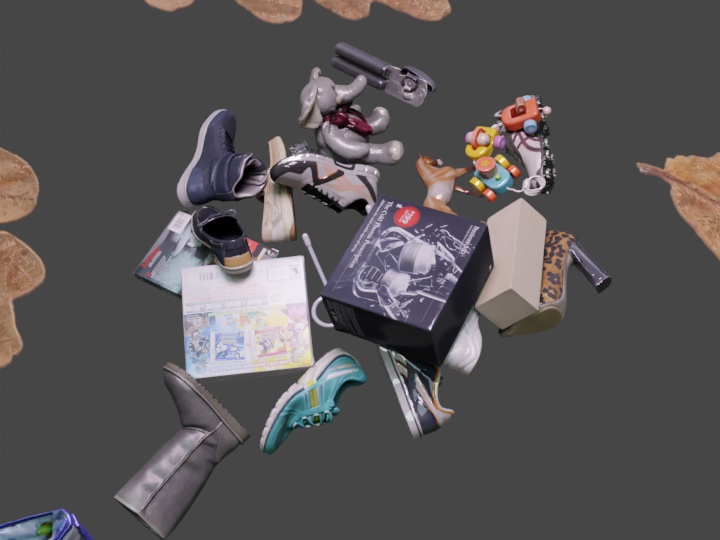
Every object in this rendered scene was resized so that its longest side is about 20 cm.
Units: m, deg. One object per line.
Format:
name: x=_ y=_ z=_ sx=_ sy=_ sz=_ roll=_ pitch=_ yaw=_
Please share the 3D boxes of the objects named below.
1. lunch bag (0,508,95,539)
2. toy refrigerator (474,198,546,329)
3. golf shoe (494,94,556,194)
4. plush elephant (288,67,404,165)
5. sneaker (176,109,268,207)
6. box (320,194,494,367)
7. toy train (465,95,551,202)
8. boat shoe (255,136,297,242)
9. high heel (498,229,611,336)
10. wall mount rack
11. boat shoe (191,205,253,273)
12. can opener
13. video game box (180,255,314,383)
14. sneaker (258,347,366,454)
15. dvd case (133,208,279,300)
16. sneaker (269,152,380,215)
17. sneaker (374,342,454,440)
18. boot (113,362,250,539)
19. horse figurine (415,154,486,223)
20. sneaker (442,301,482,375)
lunch bag: x=-0.453 y=0.411 z=1.349 sx=0.200 sy=0.170 sz=0.128 roll=-33 pitch=63 yaw=-16
toy refrigerator: x=0.237 y=-0.011 z=1.555 sx=0.070 sy=0.076 sz=0.200 roll=37 pitch=42 yaw=-23
golf shoe: x=0.283 y=-0.205 z=1.711 sx=0.088 sy=0.077 sz=0.201 roll=-13 pitch=53 yaw=15
plush elephant: x=-0.038 y=-0.266 z=1.694 sx=0.199 sy=0.155 sz=0.165 roll=-9 pitch=36 yaw=4
sneaker: x=-0.213 y=-0.196 z=1.701 sx=0.146 sy=0.077 sz=0.203 roll=-5 pitch=54 yaw=30
box: x=0.073 y=0.011 z=1.478 sx=0.182 sy=0.104 sz=0.200 roll=17 pitch=61 yaw=24
toy train: x=0.240 y=-0.209 z=1.653 sx=0.150 sy=0.056 sz=0.201 roll=-13 pitch=53 yaw=22
boat shoe: x=-0.148 y=-0.138 z=1.698 sx=0.065 sy=0.072 sz=0.201 roll=-8 pitch=65 yaw=0
high heel: x=0.276 y=0.019 z=1.586 sx=0.200 sy=0.072 sz=0.143 roll=-29 pitch=50 yaw=-9
wall mount rack: x=0.000 y=0.000 z=1.604 sx=0.199 sy=0.075 sz=0.174 roll=-24 pitch=59 yaw=-11
boat shoe: x=-0.224 y=-0.065 z=1.613 sx=0.074 sy=0.062 sz=0.200 roll=-17 pitch=33 yaw=-17
can opener: x=0.044 y=-0.360 z=1.830 sx=0.200 sy=0.053 sz=0.067 roll=30 pitch=34 yaw=20
video game box: x=-0.177 y=0.078 z=1.571 sx=0.199 sy=0.047 sz=0.183 roll=-6 pitch=68 yaw=-1
sneaker: x=-0.073 y=0.201 z=1.498 sx=0.080 sy=0.078 sz=0.200 roll=41 pitch=70 yaw=14
dvd case: x=-0.254 y=-0.009 z=1.660 sx=0.199 sy=0.022 sz=0.146 roll=23 pitch=65 yaw=15
sneaker: x=-0.054 y=-0.140 z=1.654 sx=0.199 sy=0.074 sz=0.080 roll=7 pitch=71 yaw=-25
sneaker: x=0.077 y=0.150 z=1.512 sx=0.079 sy=0.078 sz=0.201 roll=-22 pitch=72 yaw=-3
boot: x=-0.282 y=0.260 z=1.463 sx=0.182 sy=0.073 sz=0.200 roll=45 pitch=76 yaw=0
horse figurine: x=0.150 y=-0.115 z=1.673 sx=0.132 sy=0.050 sz=0.201 roll=9 pitch=58 yaw=1
sneaker: x=0.142 y=0.066 z=1.530 sx=0.080 sy=0.071 sz=0.201 roll=17 pitch=43 yaw=-8
